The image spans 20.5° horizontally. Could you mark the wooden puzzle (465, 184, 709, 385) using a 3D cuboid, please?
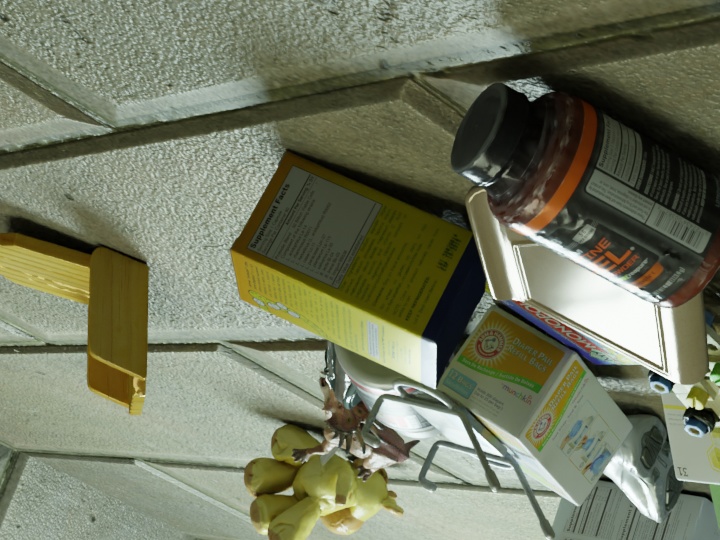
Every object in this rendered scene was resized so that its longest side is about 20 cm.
[{"bbox_3d":[0.188,0.007,1.607,0.199,0.037,0.185,23,158,23],"label":"wooden puzzle"}]

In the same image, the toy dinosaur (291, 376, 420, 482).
[{"bbox_3d":[0.009,0.205,2.448,0.199,0.087,0.135,24,157,-29],"label":"toy dinosaur"}]

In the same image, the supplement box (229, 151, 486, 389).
[{"bbox_3d":[0.000,0.000,1.735,0.199,0.109,0.110,24,158,12],"label":"supplement box"}]

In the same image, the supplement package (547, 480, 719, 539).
[{"bbox_3d":[0.343,0.353,2.383,0.199,0.152,0.152,4,157,43],"label":"supplement package"}]

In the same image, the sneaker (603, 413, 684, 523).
[{"bbox_3d":[0.290,0.202,2.145,0.099,0.078,0.200,17,155,33],"label":"sneaker"}]

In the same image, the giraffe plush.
[{"bbox_3d":[-0.037,0.298,2.713,0.199,0.174,0.162,-34,144,27],"label":"giraffe plush"}]

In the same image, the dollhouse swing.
[{"bbox_3d":[-0.334,0.064,2.288,0.174,0.183,0.200,2,166,-9],"label":"dollhouse swing"}]

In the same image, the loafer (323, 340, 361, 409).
[{"bbox_3d":[-0.010,0.087,2.157,0.063,0.072,0.200,38,159,11],"label":"loafer"}]

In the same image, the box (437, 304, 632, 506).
[{"bbox_3d":[0.173,0.134,1.962,0.112,0.102,0.200,30,171,33],"label":"box"}]

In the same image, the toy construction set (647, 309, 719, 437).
[{"bbox_3d":[0.317,0.100,1.711,0.131,0.092,0.201,-4,123,48],"label":"toy construction set"}]

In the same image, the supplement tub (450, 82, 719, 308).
[{"bbox_3d":[0.164,-0.058,1.424,0.199,0.108,0.107,27,162,-18],"label":"supplement tub"}]

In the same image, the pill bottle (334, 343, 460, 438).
[{"bbox_3d":[0.046,0.096,2.008,0.115,0.117,0.200,15,162,17],"label":"pill bottle"}]

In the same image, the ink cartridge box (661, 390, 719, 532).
[{"bbox_3d":[0.355,0.190,1.829,0.048,0.202,0.145,-17,-170,-35],"label":"ink cartridge box"}]

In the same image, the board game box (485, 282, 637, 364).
[{"bbox_3d":[0.197,0.030,1.786,0.199,0.029,0.134,32,159,-32],"label":"board game box"}]

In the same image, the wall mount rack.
[{"bbox_3d":[0.102,0.180,1.894,0.173,0.075,0.200,13,160,39],"label":"wall mount rack"}]
